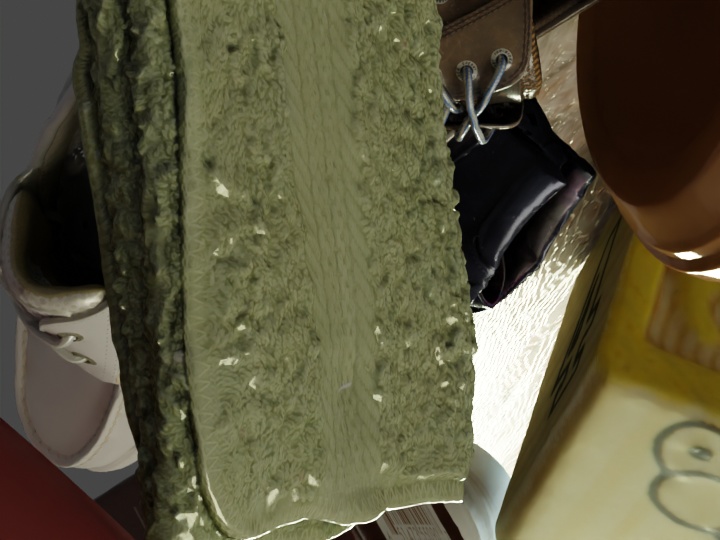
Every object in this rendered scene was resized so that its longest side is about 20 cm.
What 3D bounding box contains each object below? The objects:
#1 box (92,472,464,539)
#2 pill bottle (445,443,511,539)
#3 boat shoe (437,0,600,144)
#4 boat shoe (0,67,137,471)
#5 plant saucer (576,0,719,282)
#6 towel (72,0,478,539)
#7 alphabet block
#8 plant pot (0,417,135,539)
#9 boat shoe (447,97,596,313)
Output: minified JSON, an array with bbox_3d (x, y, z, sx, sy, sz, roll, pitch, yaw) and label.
[{"bbox_3d":[-0.052,0.169,1.023,0.200,0.165,0.166,-33,167,11],"label":"box"},{"bbox_3d":[-0.005,0.161,1.277,0.200,0.111,0.111,-27,157,-43],"label":"pill bottle"},{"bbox_3d":[0.029,-0.083,0.809,0.200,0.072,0.072,-41,163,-10],"label":"boat shoe"},{"bbox_3d":[-0.083,-0.007,0.751,0.069,0.071,0.200,-27,148,-42],"label":"boat shoe"},{"bbox_3d":[0.124,-0.097,0.855,0.037,0.201,0.200,7,141,-18],"label":"plant saucer"},{"bbox_3d":[-0.018,-0.025,0.669,0.036,0.201,0.148,-5,-177,34],"label":"towel"},{"bbox_3d":[0.201,0.056,1.251,0.200,0.195,0.197,114,-4,-57],"label":"alphabet block"},{"bbox_3d":[-0.137,0.116,0.642,0.201,0.177,0.201,-52,159,-29],"label":"plant pot"},{"bbox_3d":[0.000,0.000,0.913,0.200,0.093,0.075,-51,162,26],"label":"boat shoe"}]
